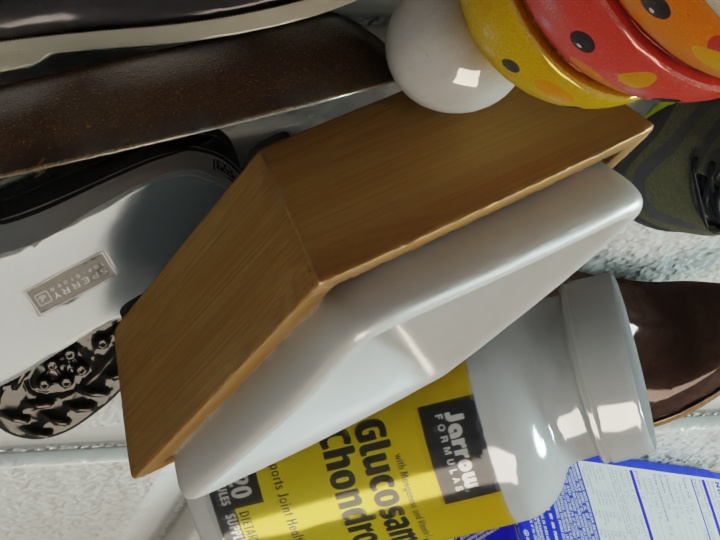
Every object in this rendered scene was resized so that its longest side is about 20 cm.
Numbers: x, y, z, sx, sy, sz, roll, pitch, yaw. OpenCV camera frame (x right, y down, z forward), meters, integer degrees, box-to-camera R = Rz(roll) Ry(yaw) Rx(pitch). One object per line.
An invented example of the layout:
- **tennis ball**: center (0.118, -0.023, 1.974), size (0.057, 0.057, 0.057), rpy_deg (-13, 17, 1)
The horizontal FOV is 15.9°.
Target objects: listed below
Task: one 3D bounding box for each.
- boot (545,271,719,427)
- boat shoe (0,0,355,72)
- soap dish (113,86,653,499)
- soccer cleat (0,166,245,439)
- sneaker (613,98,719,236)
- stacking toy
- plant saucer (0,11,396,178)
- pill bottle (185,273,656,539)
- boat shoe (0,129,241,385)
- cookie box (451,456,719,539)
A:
- **boot**: center (0.097, 0.024, 1.232), size (0.198, 0.073, 0.167), rpy_deg (-11, 157, 5)
- **boat shoe**: center (-0.074, -0.111, 0.879), size (0.198, 0.063, 0.073), rpy_deg (-10, -164, 0)
- **soap dish**: center (0.000, 0.000, 0.968), size (0.157, 0.082, 0.200), rpy_deg (-25, 169, -31)
- **soccer cleat**: center (-0.080, -0.001, 1.125), size (0.199, 0.073, 0.068), rpy_deg (-31, 114, 3)
- **sneaker**: center (0.174, -0.033, 1.072), size (0.199, 0.074, 0.081), rpy_deg (2, -144, 50)
- **stacking toy**: center (0.082, -0.097, 0.834), size (0.145, 0.147, 0.200), rpy_deg (8, 157, -37)
- **plant saucer**: center (-0.081, -0.062, 0.934), size (0.199, 0.032, 0.200), rpy_deg (-12, -174, 1)
- **pill bottle**: center (0.024, 0.064, 1.135), size (0.199, 0.113, 0.112), rpy_deg (-15, 155, 9)
- **boat shoe**: center (-0.141, -0.008, 1.059), size (0.198, 0.068, 0.074), rpy_deg (-27, 122, 7)
- **cookie box**: center (0.104, 0.176, 1.544), size (0.199, 0.076, 0.171), rpy_deg (11, 145, -40)
